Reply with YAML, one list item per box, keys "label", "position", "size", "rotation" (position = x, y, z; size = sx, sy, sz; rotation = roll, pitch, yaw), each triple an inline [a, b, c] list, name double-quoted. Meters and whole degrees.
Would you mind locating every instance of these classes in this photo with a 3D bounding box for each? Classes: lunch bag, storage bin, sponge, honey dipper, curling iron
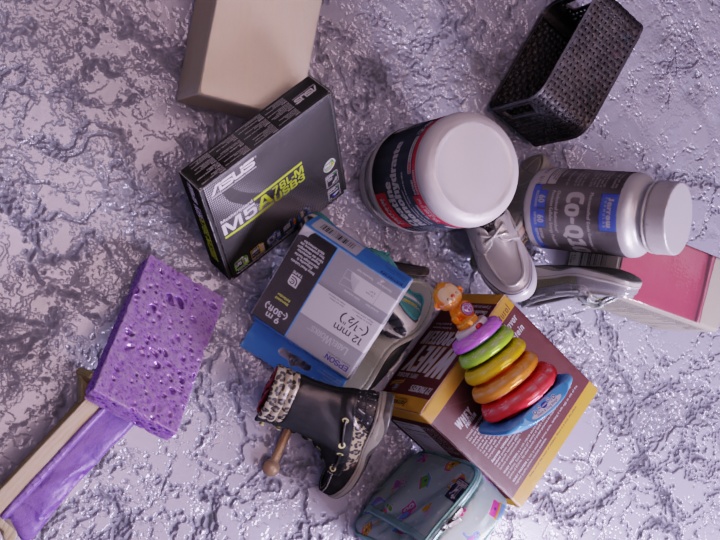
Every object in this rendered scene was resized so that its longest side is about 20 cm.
- label: "lunch bag"
  position: [0.083, 0.312, 1.341]
  size: [0.160, 0.200, 0.077]
  rotation: [-45, 105, -17]
- label: "storage bin"
  position: [0.286, -0.284, 1.479]
  size: [0.094, 0.135, 0.200]
  rotation: [35, 75, -21]
- label: "sponge"
  position: [-0.236, 0.087, 1.237]
  size: [0.111, 0.030, 0.200]
  rotation: [34, 47, -23]
- label: "honey dipper"
  position: [-0.078, 0.170, 1.361]
  size: [0.038, 0.038, 0.200]
  rotation: [28, 82, -22]
- label: "curling iron"
  position: [0.007, -0.017, 1.404]
  size: [0.200, 0.026, 0.050]
  rotation: [14, 86, -25]

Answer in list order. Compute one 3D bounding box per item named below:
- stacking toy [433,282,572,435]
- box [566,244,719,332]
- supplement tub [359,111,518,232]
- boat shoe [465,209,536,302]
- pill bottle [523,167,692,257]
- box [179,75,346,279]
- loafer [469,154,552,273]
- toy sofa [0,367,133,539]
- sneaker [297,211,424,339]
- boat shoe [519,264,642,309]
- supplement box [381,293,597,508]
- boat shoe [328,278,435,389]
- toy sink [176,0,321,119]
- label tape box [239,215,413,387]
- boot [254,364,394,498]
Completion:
- label: "stacking toy"
  position: [0.155, 0.096, 1.296]
  size: [0.116, 0.110, 0.200]
  rotation: [-36, 93, -19]
- label: "box"
  position: [0.414, 0.012, 1.541]
  size: [0.200, 0.128, 0.109]
  rotation: [18, 81, -25]
- label: "supplement tub"
  position: [0.095, -0.121, 1.351]
  size: [0.140, 0.200, 0.141]
  rotation: [0, 89, -25]
- label: "boat shoe"
  position: [0.172, -0.048, 1.407]
  size: [0.073, 0.200, 0.065]
  rotation: [-28, 146, 4]
- label: "pill bottle"
  position: [0.329, -0.077, 1.413]
  size: [0.114, 0.200, 0.114]
  rotation: [-11, 105, -50]
- label: "box"
  position: [-0.109, -0.107, 1.270]
  size: [0.200, 0.193, 0.048]
  rotation: [-39, 65, -19]
- label: "loafer"
  position: [0.226, -0.069, 1.488]
  size: [0.063, 0.072, 0.200]
  rotation: [40, 70, -27]
- label: "toy sofa"
  position: [-0.343, 0.214, 1.205]
  size: [0.098, 0.083, 0.200]
  rotation: [47, 71, -16]
- label: "sneaker"
  position: [0.000, 0.000, 1.351]
  size: [0.200, 0.077, 0.080]
  rotation: [46, 52, -9]
- label: "boat shoe"
  position: [0.295, 0.026, 1.447]
  size: [0.074, 0.202, 0.065]
  rotation: [0, 92, -41]
- label: "supplement box"
  position: [0.168, 0.169, 1.419]
  size: [0.200, 0.133, 0.197]
  rotation: [43, 72, -19]
- label: "boat shoe"
  position: [0.024, 0.094, 1.395]
  size: [0.076, 0.060, 0.200]
  rotation: [41, 70, 10]
- label: "toy sink"
  position: [-0.135, -0.292, 1.295]
  size: [0.130, 0.112, 0.201]
  rotation: [10, 90, -25]
- label: "label tape box"
  position: [-0.050, 0.057, 1.285]
  size: [0.143, 0.066, 0.200]
  rotation: [33, 106, 4]
- label: "boot"
  position: [-0.059, 0.197, 1.310]
  size: [0.153, 0.204, 0.074]
  rotation: [19, 45, -9]
